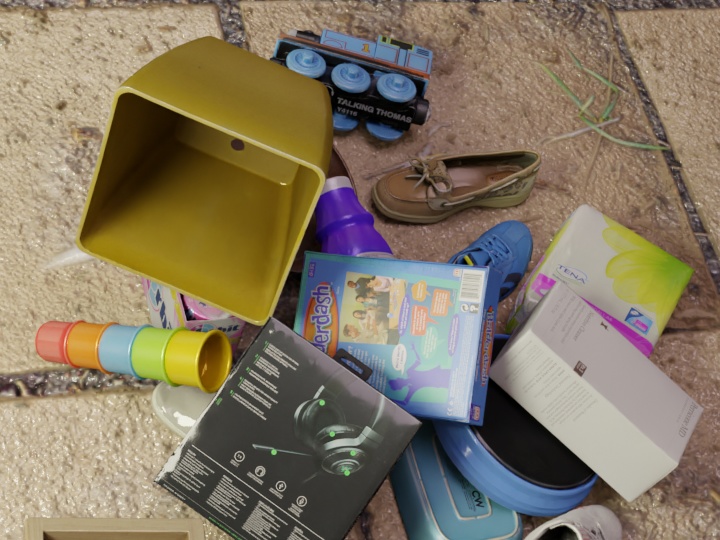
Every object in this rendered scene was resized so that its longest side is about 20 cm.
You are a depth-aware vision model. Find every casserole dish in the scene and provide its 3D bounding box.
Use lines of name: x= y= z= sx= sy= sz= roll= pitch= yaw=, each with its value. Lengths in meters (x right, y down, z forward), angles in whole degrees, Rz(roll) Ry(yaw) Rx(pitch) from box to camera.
casserole dish: x=0.095 y=0.211 z=1.610 sx=0.121 sy=0.039 sz=0.201 roll=-5 pitch=58 yaw=-21

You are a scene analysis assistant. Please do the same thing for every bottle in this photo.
bottle: x=0.000 y=0.000 z=1.686 sx=0.083 sy=0.065 sz=0.201 roll=4 pitch=60 yaw=-56

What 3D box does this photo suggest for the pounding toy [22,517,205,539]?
pounding toy: x=-0.225 y=0.333 z=1.379 sx=0.183 sy=0.142 sz=0.200 roll=3 pitch=44 yaw=-16

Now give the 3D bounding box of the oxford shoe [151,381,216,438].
oxford shoe: x=-0.107 y=0.150 z=1.578 sx=0.199 sy=0.058 sz=0.075 roll=24 pitch=54 yaw=3

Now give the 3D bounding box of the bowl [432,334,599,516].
bowl: x=0.163 y=0.151 z=1.638 sx=0.200 sy=0.039 sz=0.201 roll=21 pitch=44 yaw=-22

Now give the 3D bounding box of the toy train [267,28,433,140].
toy train: x=-0.013 y=-0.220 z=1.858 sx=0.199 sy=0.087 sz=0.114 roll=14 pitch=43 yaw=-4

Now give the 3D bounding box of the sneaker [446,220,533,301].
sneaker: x=0.134 y=-0.002 z=1.750 sx=0.066 sy=0.079 sz=0.200 roll=38 pitch=52 yaw=13

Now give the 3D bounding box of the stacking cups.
stacking cups: x=-0.219 y=0.078 z=1.545 sx=0.199 sy=0.061 sz=0.061 roll=4 pitch=45 yaw=31

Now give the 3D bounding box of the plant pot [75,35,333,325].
plant pot: x=-0.128 y=-0.105 z=1.533 sx=0.199 sy=0.200 sz=0.177 roll=23 pitch=40 yaw=-1

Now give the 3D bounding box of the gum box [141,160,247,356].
gum box: x=-0.176 y=-0.004 z=1.629 sx=0.066 sy=0.114 sz=0.201 roll=-6 pitch=58 yaw=-21

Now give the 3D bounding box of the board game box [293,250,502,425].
board game box: x=0.031 y=0.065 z=1.590 sx=0.199 sy=0.045 sz=0.153 roll=6 pitch=83 yaw=24

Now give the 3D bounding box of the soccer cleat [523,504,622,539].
soccer cleat: x=0.200 y=0.266 z=1.556 sx=0.200 sy=0.085 sz=0.069 roll=-19 pitch=61 yaw=-45

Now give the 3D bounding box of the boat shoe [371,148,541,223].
boat shoe: x=0.108 y=-0.104 z=1.821 sx=0.199 sy=0.063 sz=0.073 roll=-12 pitch=60 yaw=-24

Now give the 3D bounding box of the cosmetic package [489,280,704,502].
cosmetic package: x=0.237 y=0.122 z=1.628 sx=0.200 sy=0.081 sz=0.113 roll=40 pitch=38 yaw=0

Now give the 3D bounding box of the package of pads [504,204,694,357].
package of pads: x=0.258 y=0.031 z=1.761 sx=0.154 sy=0.068 sz=0.200 roll=32 pitch=45 yaw=6

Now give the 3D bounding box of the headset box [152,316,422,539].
headset box: x=-0.061 y=0.162 z=1.500 sx=0.174 sy=0.093 sz=0.200 roll=34 pitch=85 yaw=4

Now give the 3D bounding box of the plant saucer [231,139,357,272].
plant saucer: x=-0.091 y=-0.084 z=1.731 sx=0.200 sy=0.037 sz=0.201 roll=18 pitch=57 yaw=-30
